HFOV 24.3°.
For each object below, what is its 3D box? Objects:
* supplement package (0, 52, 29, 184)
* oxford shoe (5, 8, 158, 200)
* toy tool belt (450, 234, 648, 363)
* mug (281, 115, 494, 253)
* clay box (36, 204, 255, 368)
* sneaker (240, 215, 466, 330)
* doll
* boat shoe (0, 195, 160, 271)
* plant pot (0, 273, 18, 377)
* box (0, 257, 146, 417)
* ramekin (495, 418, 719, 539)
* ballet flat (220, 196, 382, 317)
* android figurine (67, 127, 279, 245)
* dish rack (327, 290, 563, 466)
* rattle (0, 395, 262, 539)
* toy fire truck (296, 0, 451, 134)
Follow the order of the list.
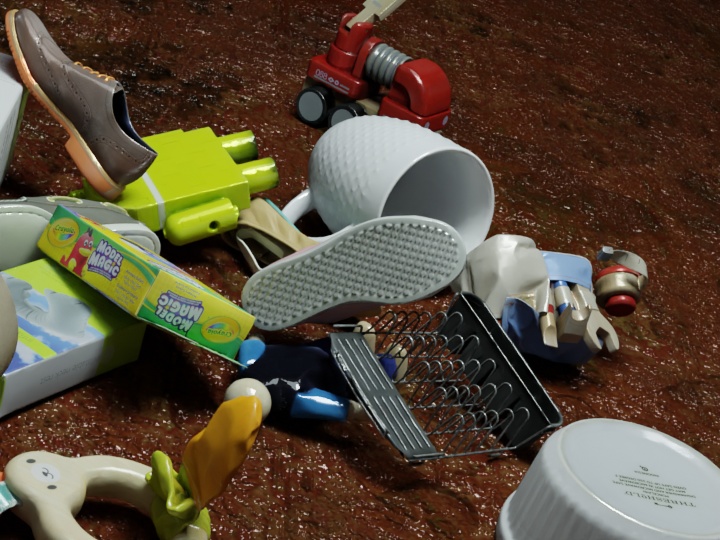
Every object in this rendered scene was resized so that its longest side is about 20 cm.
[{"bbox_3d":[-0.383,-0.122,1.531,0.120,0.121,0.200,17,24,-8],"label":"supplement package"},{"bbox_3d":[-0.260,-0.168,1.569,0.201,0.073,0.071,57,13,1],"label":"oxford shoe"},{"bbox_3d":[0.186,0.049,1.618,0.198,0.125,0.124,7,58,-17],"label":"toy tool belt"},{"bbox_3d":[0.007,-0.071,1.702,0.199,0.149,0.175,-29,36,-21],"label":"mug"},{"bbox_3d":[-0.174,0.014,1.399,0.114,0.048,0.199,29,-1,-44],"label":"clay box"},{"bbox_3d":[0.000,0.000,1.456,0.198,0.076,0.105,-16,0,12],"label":"sneaker"},{"bbox_3d":[-0.040,0.092,1.419,0.136,0.049,0.199,33,28,30],"label":"doll"},{"bbox_3d":[-0.275,-0.031,1.484,0.200,0.073,0.060,6,25,-40],"label":"boat shoe"},{"bbox_3d":[-0.347,0.080,1.101,0.185,0.189,0.201,18,38,-1],"label":"plant pot"},{"bbox_3d":[-0.278,0.054,1.333,0.121,0.048,0.199,29,26,22],"label":"box"},{"bbox_3d":[0.213,0.199,1.321,0.200,0.095,0.203,16,24,-7],"label":"ramekin"},{"bbox_3d":[-0.060,-0.001,1.603,0.063,0.069,0.199,-33,48,-25],"label":"ballet flat"},{"bbox_3d":[-0.185,-0.085,1.634,0.198,0.041,0.182,-17,37,-18],"label":"android figurine"},{"bbox_3d":[0.068,0.092,1.424,0.199,0.055,0.154,1,47,-50],"label":"dish rack"},{"bbox_3d":[-0.186,0.132,1.135,0.198,0.143,0.131,23,42,-4],"label":"rattle"},{"bbox_3d":[0.039,-0.252,2.005,0.175,0.202,0.128,29,27,23],"label":"toy fire truck"}]
